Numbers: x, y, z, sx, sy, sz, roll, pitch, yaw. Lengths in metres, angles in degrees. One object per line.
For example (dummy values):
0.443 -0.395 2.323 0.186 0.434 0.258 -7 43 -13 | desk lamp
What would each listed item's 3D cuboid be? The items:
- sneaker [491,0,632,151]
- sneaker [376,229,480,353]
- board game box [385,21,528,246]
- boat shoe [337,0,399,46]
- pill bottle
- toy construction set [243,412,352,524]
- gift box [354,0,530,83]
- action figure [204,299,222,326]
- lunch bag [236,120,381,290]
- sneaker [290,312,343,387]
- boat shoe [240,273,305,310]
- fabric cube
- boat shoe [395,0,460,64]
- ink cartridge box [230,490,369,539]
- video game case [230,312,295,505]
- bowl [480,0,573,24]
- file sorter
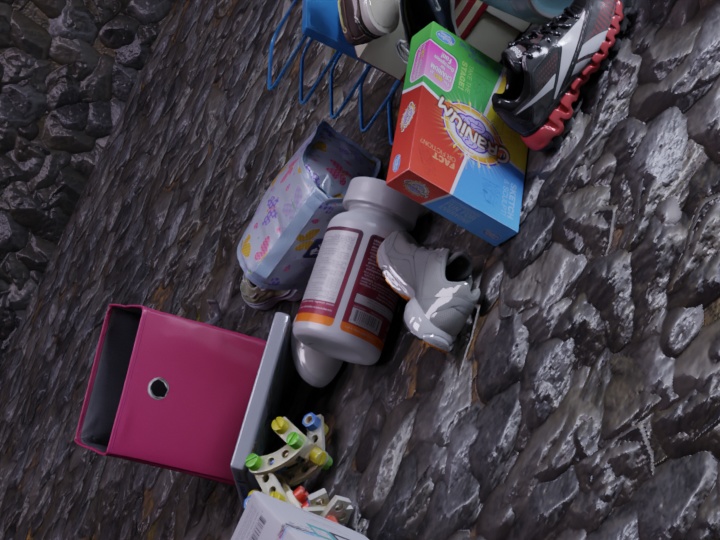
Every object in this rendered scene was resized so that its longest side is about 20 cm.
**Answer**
0.204 -0.228 1.570 0.202 0.097 0.071 -60 21 10 | sneaker
0.083 0.004 1.655 0.092 0.075 0.201 -49 33 17 | sneaker
0.111 -0.147 1.623 0.040 0.152 0.202 -31 40 47 | board game box
0.001 -0.359 1.740 0.059 0.071 0.202 -19 71 45 | boat shoe
0.000 0.000 1.778 0.109 0.109 0.202 -11 57 63 | pill bottle
-0.067 0.254 1.710 0.131 0.092 0.200 -41 30 4 | toy construction set
0.089 -0.330 1.814 0.187 0.199 0.185 -53 30 24 | gift box
-0.227 0.142 2.219 0.198 0.105 0.195 -19 49 20 | action figure
-0.068 -0.072 1.959 0.170 0.127 0.200 -53 4 25 | lunch bag
-0.030 0.043 1.850 0.085 0.072 0.202 -38 33 53 | sneaker
-0.132 0.010 2.130 0.200 0.062 0.073 -13 55 64 | boat shoe
-0.245 0.164 2.010 0.200 0.198 0.198 0 74 67 | fabric cube
0.080 -0.261 1.704 0.074 0.201 0.062 20 47 30 | boat shoe
-0.049 0.335 1.493 0.148 0.145 0.200 -64 22 0 | ink cartridge box
-0.117 0.176 1.869 0.183 0.022 0.202 89 -164 -67 | video game case
0.202 -0.342 1.606 0.201 0.200 0.105 -54 44 25 | bowl
-0.010 -0.272 1.971 0.123 0.199 0.139 -53 25 36 | file sorter
